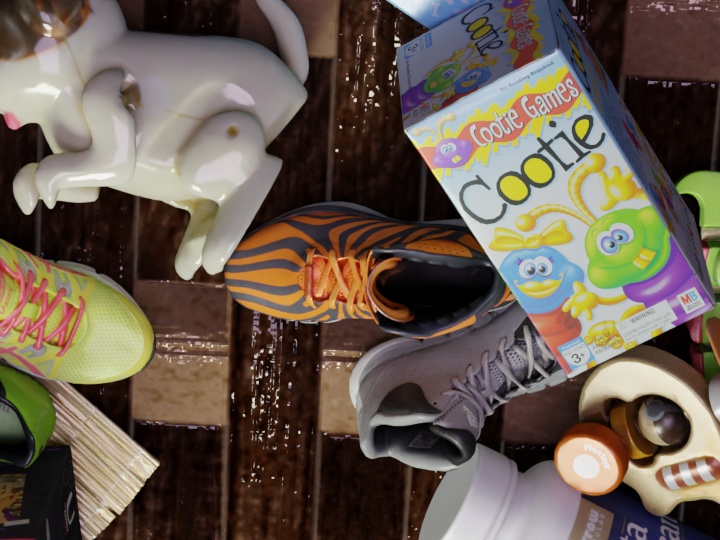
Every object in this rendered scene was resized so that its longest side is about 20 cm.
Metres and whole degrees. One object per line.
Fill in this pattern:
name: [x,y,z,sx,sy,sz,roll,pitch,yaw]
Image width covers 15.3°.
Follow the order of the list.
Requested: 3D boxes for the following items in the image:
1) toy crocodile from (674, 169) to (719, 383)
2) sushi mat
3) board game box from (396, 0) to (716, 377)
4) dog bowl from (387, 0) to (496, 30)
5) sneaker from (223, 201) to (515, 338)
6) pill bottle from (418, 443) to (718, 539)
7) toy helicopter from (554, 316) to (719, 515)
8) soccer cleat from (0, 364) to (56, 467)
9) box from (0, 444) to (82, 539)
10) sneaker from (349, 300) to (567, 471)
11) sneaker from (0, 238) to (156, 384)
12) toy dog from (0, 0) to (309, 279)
toy crocodile: [0.233,0.032,1.716,0.061,0.068,0.201,-3,106,1]
sushi mat: [-0.232,0.096,1.738,0.200,0.012,0.096,43,101,-13]
board game box: [0.115,-0.056,1.579,0.103,0.105,0.200,-27,119,14]
dog bowl: [0.019,-0.207,1.613,0.200,0.112,0.050,33,116,-12]
sneaker: [0.000,0.000,1.652,0.199,0.112,0.078,-4,97,16]
pill bottle: [0.143,0.192,1.736,0.200,0.111,0.111,27,104,-11]
toy helicopter: [0.230,0.118,1.683,0.200,0.079,0.132,38,126,1]
soccer cleat: [-0.288,0.072,1.680,0.199,0.081,0.068,17,106,-7]
box: [-0.241,0.206,1.665,0.106,0.200,0.123,-1,114,5]
sneaker: [0.087,0.075,1.681,0.199,0.116,0.075,-23,116,14]
sneaker: [-0.220,0.021,1.668,0.199,0.090,0.078,22,90,-14]
toy dog: [-0.142,-0.110,1.619,0.200,0.140,0.194,30,90,-11]
